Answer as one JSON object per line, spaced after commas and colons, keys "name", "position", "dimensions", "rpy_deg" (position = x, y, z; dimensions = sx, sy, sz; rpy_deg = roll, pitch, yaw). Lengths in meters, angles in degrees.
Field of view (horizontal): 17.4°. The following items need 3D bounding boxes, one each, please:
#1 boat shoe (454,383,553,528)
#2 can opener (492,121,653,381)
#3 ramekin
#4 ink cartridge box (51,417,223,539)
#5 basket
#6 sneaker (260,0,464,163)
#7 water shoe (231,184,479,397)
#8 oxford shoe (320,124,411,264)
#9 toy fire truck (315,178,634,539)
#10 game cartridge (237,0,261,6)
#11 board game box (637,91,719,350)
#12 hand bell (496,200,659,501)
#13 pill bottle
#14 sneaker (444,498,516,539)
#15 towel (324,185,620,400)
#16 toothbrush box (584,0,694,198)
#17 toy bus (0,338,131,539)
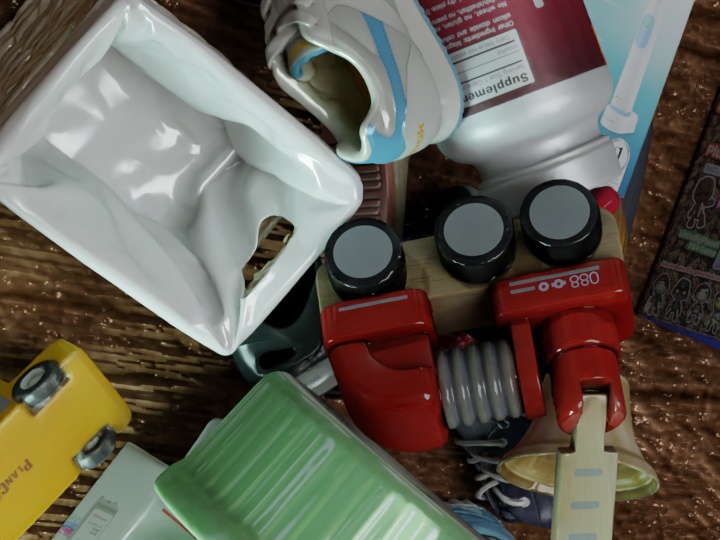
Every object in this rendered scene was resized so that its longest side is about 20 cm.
{"name": "boat shoe", "position": [0.095, 0.118, 1.568], "dimensions": [0.199, 0.075, 0.093], "rpy_deg": [19, 82, -36]}
{"name": "can opener", "position": [0.154, -0.016, 1.584], "dimensions": [0.078, 0.063, 0.201], "rpy_deg": [28, 84, -49]}
{"name": "ramekin", "position": [-0.011, 0.148, 1.339], "dimensions": [0.098, 0.200, 0.200], "rpy_deg": [-50, 123, -1]}
{"name": "ink cartridge box", "position": [-0.128, 0.191, 1.442], "dimensions": [0.200, 0.067, 0.116], "rpy_deg": [-52, 123, -12]}
{"name": "basket", "position": [-0.120, -0.071, 1.341], "dimensions": [0.200, 0.123, 0.136], "rpy_deg": [38, 95, -32]}
{"name": "sneaker", "position": [-0.022, -0.152, 1.343], "dimensions": [0.081, 0.077, 0.200], "rpy_deg": [-24, 76, -43]}
{"name": "water shoe", "position": [0.000, 0.000, 1.483], "dimensions": [0.200, 0.071, 0.079], "rpy_deg": [-45, 115, -20]}
{"name": "oxford shoe", "position": [0.015, -0.075, 1.440], "dimensions": [0.075, 0.070, 0.201], "rpy_deg": [-5, 97, -45]}
{"name": "toy fire truck", "position": [0.076, 0.075, 1.335], "dimensions": [0.175, 0.201, 0.129], "rpy_deg": [-11, 150, 3]}
{"name": "game cartridge", "position": [-0.082, -0.230, 1.400], "dimensions": [0.199, 0.038, 0.130], "rpy_deg": [10, 91, -35]}
{"name": "board game box", "position": [0.312, -0.029, 1.666], "dimensions": [0.159, 0.097, 0.201], "rpy_deg": [23, 88, -35]}
{"name": "hand bell", "position": [0.149, 0.039, 1.523], "dimensions": [0.104, 0.104, 0.201], "rpy_deg": [21, 66, -35]}
{"name": "pill bottle", "position": [0.081, -0.136, 1.391], "dimensions": [0.113, 0.113, 0.201], "rpy_deg": [-22, 93, -28]}
{"name": "sneaker", "position": [0.031, 0.185, 1.532], "dimensions": [0.199, 0.090, 0.079], "rpy_deg": [1, 100, -33]}
{"name": "towel", "position": [0.067, 0.016, 1.486], "dimensions": [0.200, 0.144, 0.023], "rpy_deg": [-43, 104, -18]}
{"name": "toothbrush box", "position": [0.129, -0.167, 1.520], "dimensions": [0.146, 0.085, 0.201], "rpy_deg": [20, 90, -33]}
{"name": "toy bus", "position": [-0.228, 0.126, 1.355], "dimensions": [0.200, 0.078, 0.065], "rpy_deg": [-46, 120, -16]}
